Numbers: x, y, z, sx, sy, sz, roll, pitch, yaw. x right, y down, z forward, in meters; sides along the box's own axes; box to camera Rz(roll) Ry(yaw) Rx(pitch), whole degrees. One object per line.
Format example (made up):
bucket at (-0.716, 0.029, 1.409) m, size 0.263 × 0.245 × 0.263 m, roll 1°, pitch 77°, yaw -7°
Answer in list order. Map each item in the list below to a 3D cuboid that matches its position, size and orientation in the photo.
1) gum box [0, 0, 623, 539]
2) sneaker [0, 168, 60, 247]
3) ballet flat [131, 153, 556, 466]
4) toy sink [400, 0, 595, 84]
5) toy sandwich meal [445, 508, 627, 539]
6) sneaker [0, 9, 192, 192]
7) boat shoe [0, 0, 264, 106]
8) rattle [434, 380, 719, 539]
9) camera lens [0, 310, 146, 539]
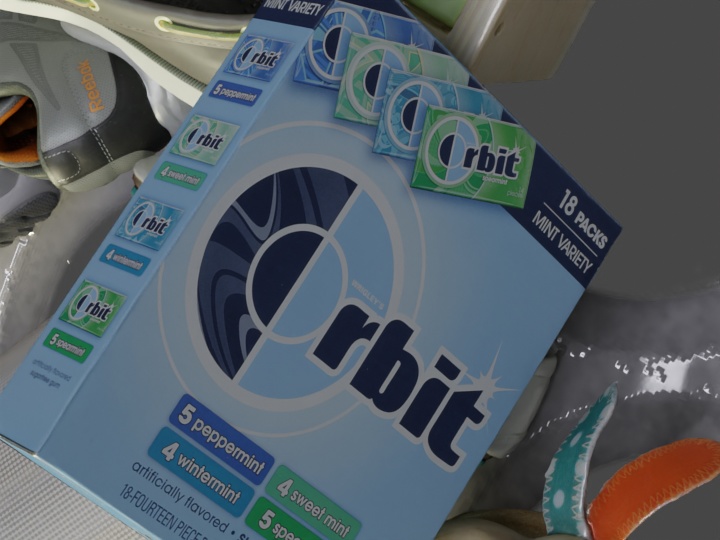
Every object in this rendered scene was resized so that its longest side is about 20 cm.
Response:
gum box at (-0.013, 0.018, 0.756) m, size 0.044 × 0.170 × 0.200 m, roll 17°, pitch 71°, yaw 52°
sneaker at (-0.231, -0.037, 0.978) m, size 0.199 × 0.075 × 0.082 m, roll -9°, pitch 94°, yaw 27°
ballet flat at (0.000, 0.000, 0.844) m, size 0.200 × 0.070 × 0.069 m, roll 38°, pitch 115°, yaw -19°
toy sink at (0.008, -0.179, 0.823) m, size 0.200 × 0.112 × 0.131 m, roll 35°, pitch 110°, yaw 18°
toy sandwich meal at (0.081, 0.194, 0.862) m, size 0.205 × 0.070 × 0.206 m, roll 2°, pitch 93°, yaw 37°
sneaker at (-0.139, -0.082, 0.886) m, size 0.200 × 0.079 × 0.074 m, roll 25°, pitch 147°, yaw 57°
boat shoe at (-0.102, -0.127, 0.795) m, size 0.201 × 0.072 × 0.060 m, roll 29°, pitch 150°, yaw 12°
rattle at (0.033, 0.134, 0.770) m, size 0.200 × 0.142 × 0.130 m, roll -52°, pitch 45°, yaw 33°
camera lens at (-0.098, 0.095, 0.881) m, size 0.200 × 0.160 × 0.160 m, roll -35°, pitch 81°, yaw 25°
